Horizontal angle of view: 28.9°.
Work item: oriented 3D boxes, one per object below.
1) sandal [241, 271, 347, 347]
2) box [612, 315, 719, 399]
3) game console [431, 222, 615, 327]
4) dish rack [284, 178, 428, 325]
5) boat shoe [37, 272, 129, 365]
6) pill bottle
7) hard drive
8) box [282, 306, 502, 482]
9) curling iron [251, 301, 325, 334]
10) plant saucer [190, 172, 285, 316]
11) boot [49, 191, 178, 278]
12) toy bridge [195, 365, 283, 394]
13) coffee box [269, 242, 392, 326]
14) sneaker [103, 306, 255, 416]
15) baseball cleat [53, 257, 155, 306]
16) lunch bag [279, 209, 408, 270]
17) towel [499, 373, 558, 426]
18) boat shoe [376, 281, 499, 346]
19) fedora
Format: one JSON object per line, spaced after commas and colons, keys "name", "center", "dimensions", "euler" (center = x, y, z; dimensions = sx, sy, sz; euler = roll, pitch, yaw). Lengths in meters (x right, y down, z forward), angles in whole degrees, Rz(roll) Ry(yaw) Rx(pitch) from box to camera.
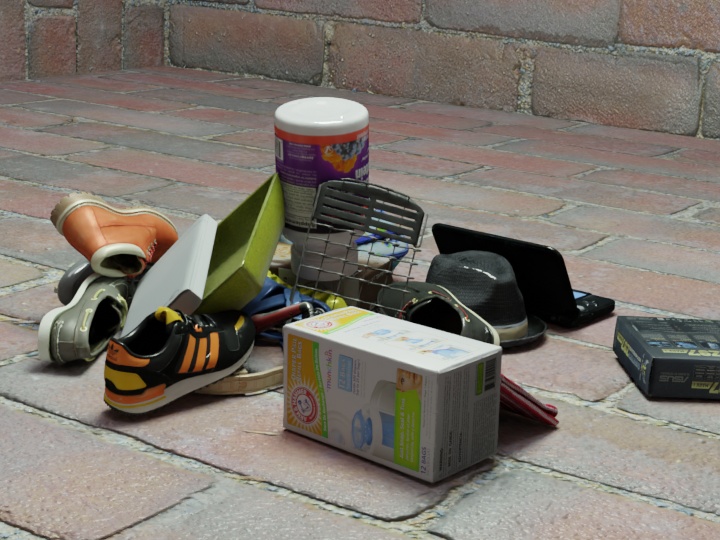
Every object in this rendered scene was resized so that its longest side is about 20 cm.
{"name": "sandal", "center": [-0.115, 0.046, 1.670], "dimensions": [0.199, 0.080, 0.087], "euler": [9, 19, 28]}
{"name": "box", "center": [0.406, 0.101, 1.606], "dimensions": [0.199, 0.051, 0.158], "euler": [2, 14, -6]}
{"name": "game console", "center": [0.217, -0.004, 1.842], "dimensions": [0.199, 0.117, 0.175], "euler": [15, 19, 37]}
{"name": "dish rack", "center": [0.000, 0.000, 1.590], "dimensions": [0.153, 0.201, 0.055], "euler": [14, -1, -20]}
{"name": "boat shoe", "center": [-0.303, 0.055, 1.604], "dimensions": [0.060, 0.072, 0.202], "euler": [5, 19, 12]}
{"name": "pill bottle", "center": [-0.044, -0.095, 1.656], "dimensions": [0.111, 0.201, 0.112], "euler": [0, 23, 0]}
{"name": "hard drive", "center": [-0.219, 0.025, 1.583], "dimensions": [0.027, 0.132, 0.200], "euler": [40, 19, -18]}
{"name": "box", "center": [0.027, 0.115, 1.353], "dimensions": [0.199, 0.113, 0.101], "euler": [15, 20, 40]}
{"name": "curling iron", "center": [-0.114, 0.070, 1.551], "dimensions": [0.199, 0.050, 0.025], "euler": [-11, -9, 41]}
{"name": "plant saucer", "center": [-0.160, 0.008, 1.597], "dimensions": [0.048, 0.200, 0.200], "euler": [40, 32, -18]}
{"name": "boot", "center": [-0.279, -0.026, 1.703], "dimensions": [0.107, 0.075, 0.200], "euler": [47, 19, 28]}
{"name": "toy bridge", "center": [-0.136, 0.111, 1.505], "dimensions": [0.199, 0.027, 0.067], "euler": [-2, 18, -19]}
{"name": "coffee box", "center": [-0.071, 0.021, 1.758], "dimensions": [0.199, 0.080, 0.114], "euler": [9, 18, 22]}
{"name": "sneaker", "center": [-0.181, 0.072, 1.440], "dimensions": [0.070, 0.090, 0.200], "euler": [26, 38, 33]}
{"name": "baseball cleat", "center": [-0.286, 0.013, 1.771], "dimensions": [0.106, 0.070, 0.200], "euler": [13, 18, 35]}
{"name": "lunch bag", "center": [-0.038, -0.043, 1.910], "dimensions": [0.199, 0.083, 0.161], "euler": [-14, 58, -48]}
{"name": "towel", "center": [0.096, 0.106, 1.446], "dimensions": [0.199, 0.023, 0.144], "euler": [16, -12, 39]}
{"name": "boat shoe", "center": [0.080, 0.054, 1.650], "dimensions": [0.063, 0.074, 0.201], "euler": [24, 4, -38]}
{"name": "fedora", "center": [0.139, 0.028, 1.744], "dimensions": [0.199, 0.092, 0.201], "euler": [2, 15, -1]}
